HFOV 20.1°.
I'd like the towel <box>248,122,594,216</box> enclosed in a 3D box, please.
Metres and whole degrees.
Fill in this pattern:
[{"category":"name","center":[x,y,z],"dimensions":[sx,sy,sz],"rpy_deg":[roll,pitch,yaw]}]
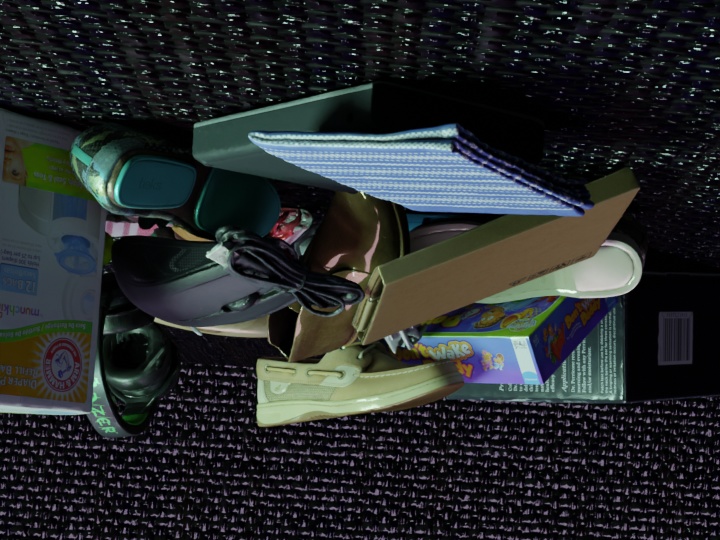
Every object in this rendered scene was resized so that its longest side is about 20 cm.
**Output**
[{"category":"towel","center":[0.043,-0.064,1.256],"dimensions":[0.144,0.024,0.200],"rpy_deg":[2,171,31]}]

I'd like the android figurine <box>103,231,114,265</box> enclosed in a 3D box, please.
[{"category":"android figurine","center":[-0.275,0.027,1.644],"dimensions":[0.041,0.182,0.200],"rpy_deg":[51,166,-12]}]

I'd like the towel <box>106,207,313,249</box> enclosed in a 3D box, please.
[{"category":"towel","center":[-0.147,-0.038,1.769],"dimensions":[0.199,0.030,0.146],"rpy_deg":[5,173,-9]}]

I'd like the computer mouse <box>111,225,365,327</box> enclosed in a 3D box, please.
[{"category":"computer mouse","center":[-0.109,0.011,1.458],"dimensions":[0.199,0.053,0.138],"rpy_deg":[2,162,44]}]

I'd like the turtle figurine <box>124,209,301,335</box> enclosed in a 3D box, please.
[{"category":"turtle figurine","center":[-0.125,-0.023,1.598],"dimensions":[0.149,0.101,0.200],"rpy_deg":[-10,153,28]}]

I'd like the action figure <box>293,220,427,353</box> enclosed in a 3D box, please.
[{"category":"action figure","center":[0.000,0.000,1.637],"dimensions":[0.069,0.131,0.200],"rpy_deg":[-20,-169,-18]}]

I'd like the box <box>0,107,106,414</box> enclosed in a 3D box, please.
[{"category":"box","center":[-0.253,-0.002,1.419],"dimensions":[0.101,0.201,0.112],"rpy_deg":[-2,171,39]}]

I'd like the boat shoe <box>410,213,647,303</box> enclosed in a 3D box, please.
[{"category":"boat shoe","center":[0.130,-0.018,1.629],"dimensions":[0.199,0.072,0.060],"rpy_deg":[1,-149,17]}]

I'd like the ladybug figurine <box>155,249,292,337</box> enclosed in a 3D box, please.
[{"category":"ladybug figurine","center":[-0.129,0.009,1.863],"dimensions":[0.199,0.072,0.136],"rpy_deg":[9,-160,2]}]

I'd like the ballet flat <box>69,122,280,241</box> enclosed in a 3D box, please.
[{"category":"ballet flat","center":[-0.132,-0.067,1.445],"dimensions":[0.074,0.075,0.200],"rpy_deg":[0,170,30]}]

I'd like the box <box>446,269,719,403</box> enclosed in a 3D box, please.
[{"category":"box","center":[0.213,0.061,1.914],"dimensions":[0.196,0.125,0.200],"rpy_deg":[1,180,37]}]

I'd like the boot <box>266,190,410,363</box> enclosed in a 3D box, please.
[{"category":"boot","center":[-0.019,0.001,1.512],"dimensions":[0.075,0.074,0.200],"rpy_deg":[-27,152,-33]}]

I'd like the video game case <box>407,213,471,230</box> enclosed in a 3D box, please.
[{"category":"video game case","center":[0.117,-0.030,1.743],"dimensions":[0.199,0.018,0.143],"rpy_deg":[2,172,17]}]

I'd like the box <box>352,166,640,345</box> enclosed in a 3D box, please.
[{"category":"box","center":[0.096,-0.008,1.477],"dimensions":[0.199,0.021,0.164],"rpy_deg":[-20,166,-12]}]

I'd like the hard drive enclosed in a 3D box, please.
[{"category":"hard drive","center":[0.001,-0.083,1.316],"dimensions":[0.139,0.033,0.200],"rpy_deg":[9,171,-36]}]

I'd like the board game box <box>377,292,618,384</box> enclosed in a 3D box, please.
[{"category":"board game box","center":[0.094,0.041,1.687],"dimensions":[0.199,0.045,0.134],"rpy_deg":[-1,-152,38]}]

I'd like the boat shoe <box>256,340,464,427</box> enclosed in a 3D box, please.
[{"category":"boat shoe","center":[-0.007,0.085,1.648],"dimensions":[0.199,0.065,0.071],"rpy_deg":[-11,174,34]}]

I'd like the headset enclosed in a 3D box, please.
[{"category":"headset","center":[-0.180,0.048,1.679],"dimensions":[0.093,0.200,0.124],"rpy_deg":[-8,126,14]}]
